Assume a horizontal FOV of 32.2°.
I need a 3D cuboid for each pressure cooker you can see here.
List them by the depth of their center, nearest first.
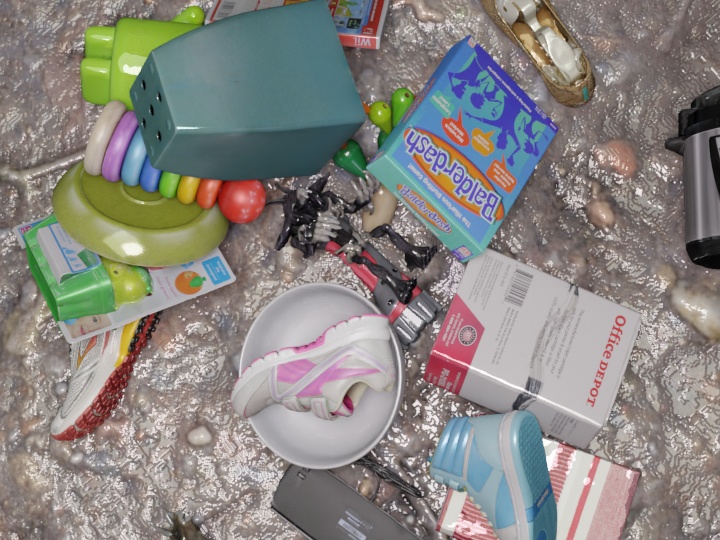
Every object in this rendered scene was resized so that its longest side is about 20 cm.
[{"bbox_3d":[0.430,-0.108,1.344,0.173,0.178,0.204,5,82,-27],"label":"pressure cooker"}]

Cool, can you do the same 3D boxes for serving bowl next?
[{"bbox_3d":[-0.035,0.117,1.389,0.197,0.066,0.204,-2,85,22],"label":"serving bowl"}]

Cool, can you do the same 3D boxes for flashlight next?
[{"bbox_3d":[0.000,0.000,1.412,0.199,0.068,0.068,42,96,7],"label":"flashlight"}]

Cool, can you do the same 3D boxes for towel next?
[{"bbox_3d":[0.197,0.258,1.392,0.197,0.023,0.146,20,87,8],"label":"towel"}]

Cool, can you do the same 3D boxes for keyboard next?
[{"bbox_3d":[0.005,0.270,1.404,0.199,0.021,0.128,35,92,6],"label":"keyboard"}]

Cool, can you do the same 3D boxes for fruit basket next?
[{"bbox_3d":[-0.264,-0.024,1.384,0.198,0.094,0.186,-24,57,-16],"label":"fruit basket"}]

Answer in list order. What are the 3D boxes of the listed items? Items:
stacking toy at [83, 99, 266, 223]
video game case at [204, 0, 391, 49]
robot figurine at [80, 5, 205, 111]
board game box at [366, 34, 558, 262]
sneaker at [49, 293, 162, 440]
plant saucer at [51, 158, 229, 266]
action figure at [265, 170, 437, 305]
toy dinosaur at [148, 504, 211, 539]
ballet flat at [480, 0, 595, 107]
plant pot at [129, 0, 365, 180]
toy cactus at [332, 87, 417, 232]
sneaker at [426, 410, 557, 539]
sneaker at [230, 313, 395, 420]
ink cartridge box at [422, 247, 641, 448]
[{"bbox_3d":[-0.195,-0.108,1.357,0.197,0.085,0.087,23,85,-4],"label":"stacking toy"},{"bbox_3d":[-0.067,-0.301,1.427,0.196,0.144,0.018,6,128,5],"label":"video game case"},{"bbox_3d":[-0.215,-0.223,1.417,0.196,0.116,0.178,4,61,-8],"label":"robot figurine"},{"bbox_3d":[0.115,-0.135,1.365,0.152,0.045,0.201,42,60,-14],"label":"board game box"},{"bbox_3d":[-0.300,0.100,1.422,0.081,0.078,0.202,23,76,10],"label":"sneaker"},{"bbox_3d":[-0.241,-0.080,1.385,0.197,0.201,0.031,22,128,6],"label":"plant saucer"},{"bbox_3d":[-0.015,-0.050,1.344,0.198,0.103,0.120,30,59,8],"label":"action figure"},{"bbox_3d":[-0.175,0.363,1.389,0.100,0.077,0.204,0,88,16],"label":"toy dinosaur"},{"bbox_3d":[0.204,-0.279,1.430,0.070,0.065,0.201,-38,82,-1],"label":"ballet flat"},{"bbox_3d":[-0.127,-0.176,1.291,0.197,0.141,0.143,-12,75,-29],"label":"plant pot"},{"bbox_3d":[0.025,-0.128,1.417,0.197,0.102,0.168,4,108,-21],"label":"toy cactus"},{"bbox_3d":[0.140,0.244,1.360,0.129,0.079,0.204,-1,106,32],"label":"sneaker"},{"bbox_3d":[-0.048,0.120,1.316,0.198,0.081,0.089,-25,76,20],"label":"sneaker"},{"bbox_3d":[0.186,0.083,1.359,0.197,0.085,0.146,23,64,6],"label":"ink cartridge box"}]
